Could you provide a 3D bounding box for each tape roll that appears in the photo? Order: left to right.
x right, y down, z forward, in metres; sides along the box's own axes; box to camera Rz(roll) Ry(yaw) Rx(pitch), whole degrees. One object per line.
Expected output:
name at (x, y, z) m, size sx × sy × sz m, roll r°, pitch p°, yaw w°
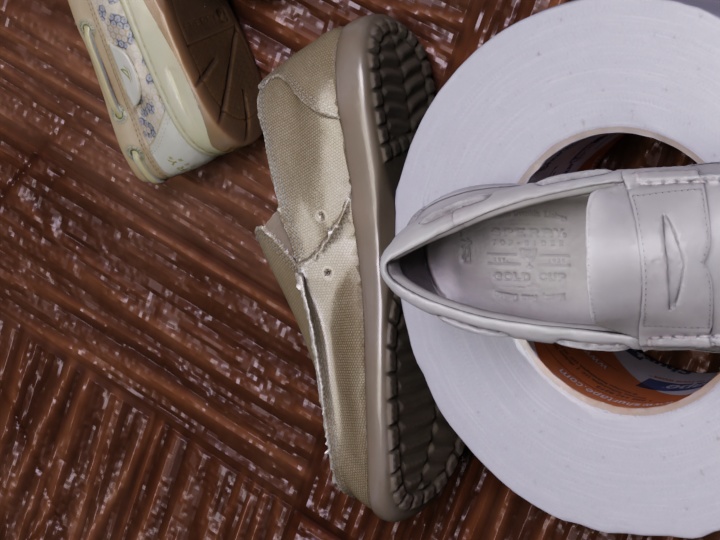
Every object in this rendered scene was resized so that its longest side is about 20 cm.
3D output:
tape roll at (0.112, -0.005, 0.875) m, size 0.199 × 0.066 × 0.202 m, roll 7°, pitch 102°, yaw 32°

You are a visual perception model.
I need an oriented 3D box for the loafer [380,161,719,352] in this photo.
loafer at (0.100, -0.001, 0.801) m, size 0.199 × 0.070 × 0.071 m, roll -3°, pitch 98°, yaw 33°

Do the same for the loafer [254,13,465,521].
loafer at (0.000, 0.000, 0.947) m, size 0.067 × 0.076 × 0.202 m, roll -4°, pitch 89°, yaw 35°

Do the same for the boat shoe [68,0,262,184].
boat shoe at (-0.108, -0.135, 0.986) m, size 0.062 × 0.073 × 0.201 m, roll -23°, pitch 87°, yaw 31°
